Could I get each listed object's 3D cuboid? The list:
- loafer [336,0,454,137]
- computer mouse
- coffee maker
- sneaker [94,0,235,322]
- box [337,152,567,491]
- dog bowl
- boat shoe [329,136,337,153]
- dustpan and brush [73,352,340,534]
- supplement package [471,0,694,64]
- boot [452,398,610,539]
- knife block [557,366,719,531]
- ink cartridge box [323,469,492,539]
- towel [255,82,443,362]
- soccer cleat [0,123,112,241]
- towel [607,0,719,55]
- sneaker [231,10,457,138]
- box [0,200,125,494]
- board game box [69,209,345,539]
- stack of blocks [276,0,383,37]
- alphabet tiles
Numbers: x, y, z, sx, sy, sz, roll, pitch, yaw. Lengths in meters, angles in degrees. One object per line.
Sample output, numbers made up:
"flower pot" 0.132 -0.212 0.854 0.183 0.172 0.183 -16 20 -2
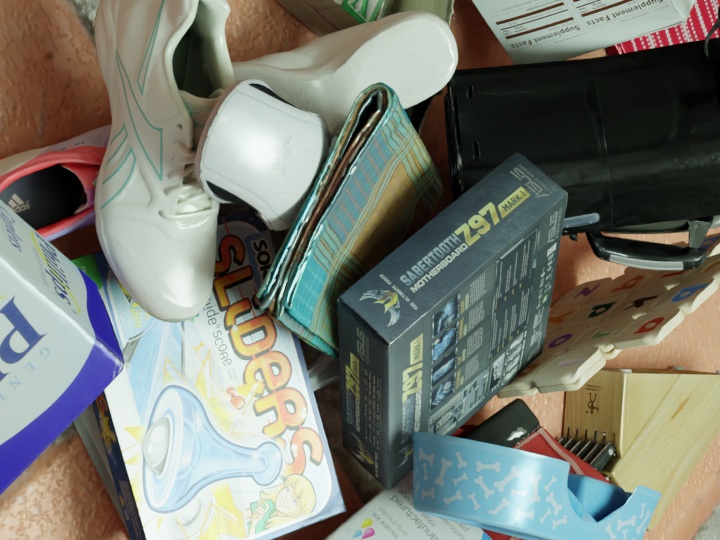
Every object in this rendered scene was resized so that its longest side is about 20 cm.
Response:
"loafer" 0.034 -0.146 1.181 0.075 0.069 0.202 18 81 -37
"computer mouse" -0.036 -0.052 0.985 0.111 0.044 0.200 -65 159 0
"coffee maker" 0.158 -0.096 1.172 0.197 0.135 0.194 -7 125 4
"sneaker" -0.106 -0.068 0.961 0.070 0.080 0.203 -12 103 -39
"box" 0.057 0.037 1.102 0.157 0.051 0.201 -40 154 -21
"dog bowl" 0.112 0.150 1.115 0.199 0.111 0.050 22 77 -43
"boat shoe" 0.000 0.000 1.157 0.067 0.073 0.201 -48 120 -29
"dustpan and brush" -0.074 0.094 1.111 0.199 0.057 0.141 -36 113 -32
"supplement package" 0.147 -0.287 1.192 0.200 0.146 0.192 51 47 -28
"boot" 0.083 0.197 1.244 0.144 0.072 0.200 42 95 11
"knife block" 0.212 0.164 1.340 0.198 0.064 0.178 3 91 -39
"ink cartridge box" 0.012 0.251 1.128 0.144 0.085 0.199 43 58 17
"towel" 0.002 -0.021 1.035 0.148 0.022 0.200 -63 163 -6
"soccer cleat" -0.144 -0.061 1.015 0.198 0.076 0.067 -22 108 -19
"towel" 0.267 -0.214 1.395 0.199 0.022 0.146 -35 113 -32
"sneaker" -0.034 -0.118 1.108 0.198 0.089 0.076 -17 109 3
"box" -0.257 0.034 0.895 0.184 0.105 0.200 -44 121 3
"board game box" -0.098 0.075 1.058 0.134 0.034 0.202 -17 93 -27
"stack of blocks" -0.066 -0.234 1.105 0.199 0.058 0.116 36 70 -34
"alphabet tiles" 0.184 0.032 1.229 0.199 0.195 0.015 -36 101 -32
